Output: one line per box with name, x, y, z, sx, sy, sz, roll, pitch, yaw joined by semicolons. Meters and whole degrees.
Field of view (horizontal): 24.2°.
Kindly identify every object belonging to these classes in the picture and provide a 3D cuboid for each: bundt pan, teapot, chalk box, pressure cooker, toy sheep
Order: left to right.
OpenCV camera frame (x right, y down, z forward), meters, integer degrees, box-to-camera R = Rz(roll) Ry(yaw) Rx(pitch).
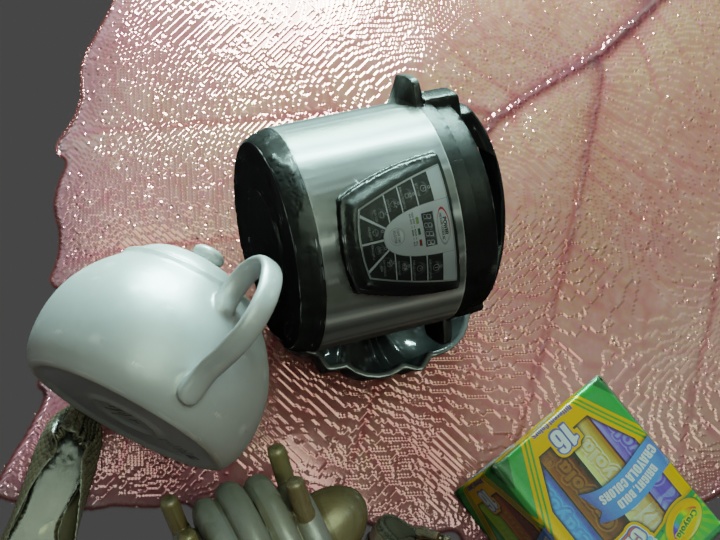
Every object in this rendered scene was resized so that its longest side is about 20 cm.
teapot;-0.141;0.047;1.252;0.199;0.198;0.147;22;72;19
toy sheep;-0.085;0.219;1.270;0.198;0.138;0.139;-22;78;-9
bundt pan;0.000;0.000;1.391;0.200;0.076;0.204;4;72;-12
pressure cooker;0.017;-0.042;1.275;0.198;0.176;0.180;-12;58;-18
chalk box;0.193;0.210;1.341;0.124;0.125;0.200;-35;81;-21

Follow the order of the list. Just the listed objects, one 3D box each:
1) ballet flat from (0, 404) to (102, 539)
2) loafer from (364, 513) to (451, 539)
ballet flat;-0.240;0.197;1.284;0.067;0.046;0.202;18;69;-7
loafer;0.088;0.242;1.296;0.200;0.063;0.072;37;23;32
